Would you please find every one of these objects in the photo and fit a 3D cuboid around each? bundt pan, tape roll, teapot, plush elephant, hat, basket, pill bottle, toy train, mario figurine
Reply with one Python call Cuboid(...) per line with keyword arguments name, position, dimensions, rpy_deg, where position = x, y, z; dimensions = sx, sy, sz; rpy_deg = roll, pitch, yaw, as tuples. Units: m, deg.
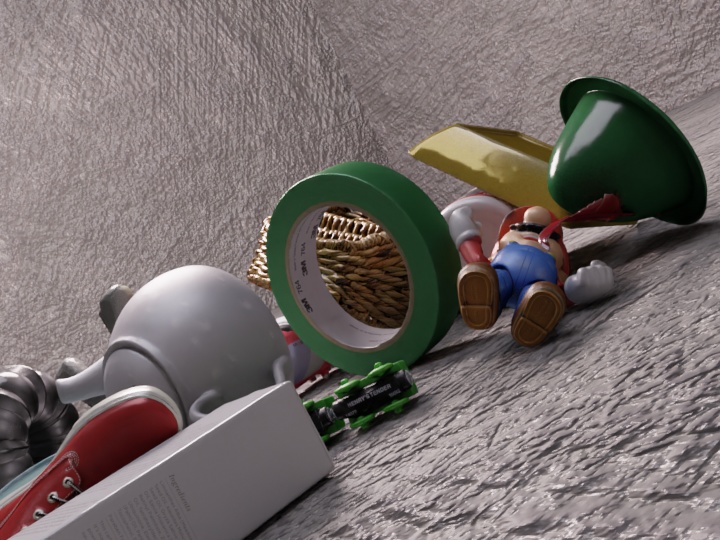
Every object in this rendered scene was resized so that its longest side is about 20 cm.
Cuboid(name="bundt pan", position=(-0.377, 0.200, 1.060), dimensions=(0.075, 0.204, 0.202), rpy_deg=(-12, 6, 13))
Cuboid(name="tape roll", position=(0.000, 0.000, 0.896), dimensions=(0.199, 0.202, 0.048), rpy_deg=(-25, 3, 40))
Cuboid(name="teapot", position=(-0.165, 0.101, 0.865), dimensions=(0.146, 0.197, 0.201), rpy_deg=(-33, -18, -46))
Cuboid(name="plush elephant", position=(-0.238, 0.124, 1.149), dimensions=(0.154, 0.200, 0.166), rpy_deg=(-6, -48, -60))
Cuboid(name="hat", position=(0.184, -0.056, 0.826), dimensions=(0.176, 0.200, 0.165), rpy_deg=(-45, 48, -11))
Cuboid(name="basket", position=(-0.028, -0.028, 1.074), dimensions=(0.142, 0.150, 0.199), rpy_deg=(24, -5, -38))
Cuboid(name="pill bottle", position=(0.145, -0.035, 1.017), dimensions=(0.115, 0.117, 0.200), rpy_deg=(-26, 4, 21))
Cuboid(name="toy train", position=(-0.044, 0.125, 0.751), dimensions=(0.199, 0.042, 0.056), rpy_deg=(-27, -7, 13))
Cuboid(name="mario figurine", position=(0.136, -0.015, 0.781), dimensions=(0.106, 0.124, 0.200), rpy_deg=(-39, 3, 21))

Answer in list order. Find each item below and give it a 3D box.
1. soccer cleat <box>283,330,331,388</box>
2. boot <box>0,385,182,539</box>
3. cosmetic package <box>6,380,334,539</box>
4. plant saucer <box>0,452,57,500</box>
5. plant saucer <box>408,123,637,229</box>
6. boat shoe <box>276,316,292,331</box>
Cuboid(name="soccer cleat", position=(-0.094, 0.110, 1.050), dimensions=(0.066, 0.077, 0.199), rpy_deg=(-28, 0, 44))
Cuboid(name="boot", position=(-0.206, 0.178, 0.660), dimensions=(0.200, 0.072, 0.144), rpy_deg=(-42, 17, 10))
Cuboid(name="cosmetic package", position=(-0.124, 0.155, 0.612), dimensions=(0.199, 0.072, 0.101), rpy_deg=(-30, 3, -40))
Cuboid(name="plant saucer", position=(-0.274, 0.212, 0.825), dimensions=(0.198, 0.028, 0.201), rpy_deg=(-23, 23, 10))
Cuboid(name="plant saucer", position=(0.182, -0.107, 0.998), dimensions=(0.199, 0.199, 0.049), rpy_deg=(-5, -61, -54))
Cuboid(name="boat shoe", position=(-0.147, 0.137, 1.285), dimensions=(0.199, 0.072, 0.071), rpy_deg=(-38, 8, 18))
